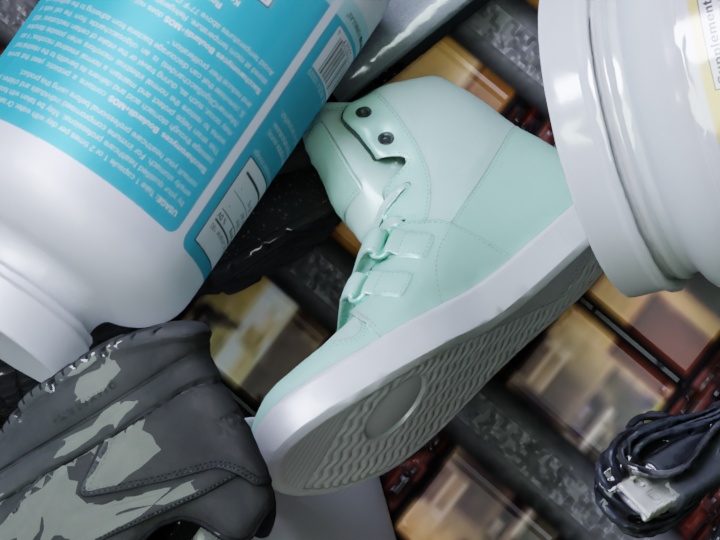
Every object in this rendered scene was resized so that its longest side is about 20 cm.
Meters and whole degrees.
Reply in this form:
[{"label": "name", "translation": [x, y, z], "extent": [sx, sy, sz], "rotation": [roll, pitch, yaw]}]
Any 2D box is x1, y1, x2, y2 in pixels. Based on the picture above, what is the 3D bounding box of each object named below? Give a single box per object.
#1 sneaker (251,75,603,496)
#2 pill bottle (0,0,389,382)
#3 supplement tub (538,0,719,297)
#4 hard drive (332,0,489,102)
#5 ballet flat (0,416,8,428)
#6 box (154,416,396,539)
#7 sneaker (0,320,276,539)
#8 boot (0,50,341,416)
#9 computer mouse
[{"label": "sneaker", "translation": [0.000, 0.000, 1.042], "extent": [0.118, 0.200, 0.074], "rotation": [38, 140, 18]}, {"label": "pill bottle", "translation": [-0.083, -0.057, 1.027], "extent": [0.111, 0.111, 0.200], "rotation": [30, 76, 16]}, {"label": "supplement tub", "translation": [0.177, -0.073, 0.989], "extent": [0.199, 0.145, 0.146], "rotation": [-15, 85, 18]}, {"label": "hard drive", "translation": [0.033, -0.182, 1.096], "extent": [0.200, 0.033, 0.140], "rotation": [-38, 79, 14]}, {"label": "ballet flat", "translation": [-0.168, 0.025, 1.149], "extent": [0.046, 0.067, 0.201], "rotation": [-13, 91, 27]}, {"label": "box", "translation": [-0.061, 0.163, 1.038], "extent": [0.130, 0.200, 0.200], "rotation": [-17, 83, 17]}, {"label": "sneaker", "translation": [-0.116, 0.100, 0.917], "extent": [0.200, 0.076, 0.091], "rotation": [-35, 83, 18]}, {"label": "boot", "translation": [-0.117, -0.031, 1.112], "extent": [0.199, 0.070, 0.132], "rotation": [-29, 79, -14]}, {"label": "computer mouse", "translation": [0.167, 0.135, 1.007], "extent": [0.053, 0.138, 0.201], "rotation": [-17, 94, 43]}]
